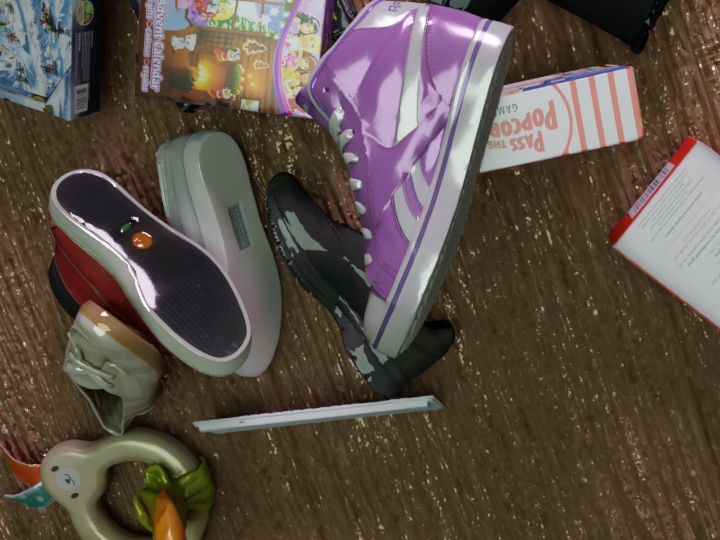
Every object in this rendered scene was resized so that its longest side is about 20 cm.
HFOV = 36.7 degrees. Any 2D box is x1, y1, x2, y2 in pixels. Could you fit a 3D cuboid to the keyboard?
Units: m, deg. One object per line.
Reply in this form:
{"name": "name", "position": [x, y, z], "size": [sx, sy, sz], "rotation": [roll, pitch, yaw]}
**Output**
{"name": "keyboard", "position": [-0.034, 0.118, 0.886], "size": [0.199, 0.056, 0.011], "rotation": [-7, 80, 11]}

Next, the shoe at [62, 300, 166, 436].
{"name": "shoe", "position": [-0.189, 0.081, 0.834], "size": [0.070, 0.200, 0.054], "rotation": [31, 69, 9]}

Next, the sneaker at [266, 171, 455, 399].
{"name": "sneaker", "position": [0.000, 0.000, 0.855], "size": [0.091, 0.076, 0.200], "rotation": [-34, 103, 7]}

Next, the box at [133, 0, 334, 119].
{"name": "box", "position": [-0.085, -0.216, 0.772], "size": [0.136, 0.039, 0.201], "rotation": [8, 102, 7]}

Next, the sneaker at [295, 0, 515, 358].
{"name": "sneaker", "position": [0.010, -0.057, 0.636], "size": [0.114, 0.073, 0.202], "rotation": [16, 93, 10]}

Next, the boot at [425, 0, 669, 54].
{"name": "boot", "position": [0.139, -0.205, 0.789], "size": [0.162, 0.073, 0.199], "rotation": [23, 103, 1]}

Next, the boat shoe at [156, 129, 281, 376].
{"name": "boat shoe", "position": [-0.120, -0.011, 0.873], "size": [0.068, 0.072, 0.201], "rotation": [0, 114, 38]}

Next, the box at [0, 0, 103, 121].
{"name": "box", "position": [-0.259, -0.229, 0.825], "size": [0.136, 0.040, 0.201], "rotation": [20, 117, 22]}

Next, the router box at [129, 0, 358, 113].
{"name": "router box", "position": [-0.105, -0.242, 0.824], "size": [0.149, 0.062, 0.201], "rotation": [-22, 96, 14]}

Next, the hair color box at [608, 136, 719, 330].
{"name": "hair color box", "position": [0.294, 0.000, 0.804], "size": [0.200, 0.061, 0.102], "rotation": [38, 104, 2]}

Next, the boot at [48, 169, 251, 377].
{"name": "boot", "position": [-0.170, 0.031, 0.857], "size": [0.200, 0.072, 0.145], "rotation": [42, 143, 14]}

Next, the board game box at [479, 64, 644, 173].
{"name": "board game box", "position": [0.107, -0.104, 0.744], "size": [0.151, 0.200, 0.047], "rotation": [-11, 99, 12]}

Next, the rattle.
{"name": "rattle", "position": [-0.229, 0.202, 0.895], "size": [0.199, 0.143, 0.131], "rotation": [15, 121, 0]}
